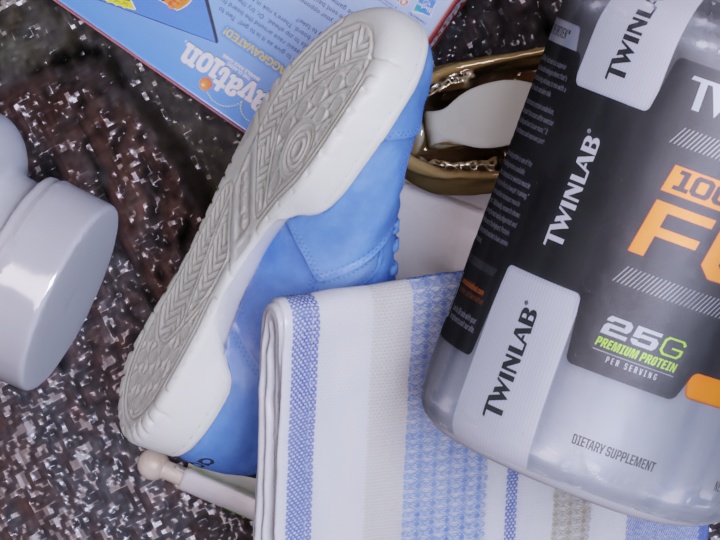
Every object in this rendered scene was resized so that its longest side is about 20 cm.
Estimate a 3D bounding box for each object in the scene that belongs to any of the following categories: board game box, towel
[{"bbox_3d":[-0.063,-0.129,1.117,0.200,0.019,0.103,35,94,10],"label":"board game box"},{"bbox_3d":[0.049,0.067,1.043,0.200,0.024,0.147,-8,110,-26],"label":"towel"}]

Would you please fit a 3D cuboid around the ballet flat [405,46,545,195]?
[{"bbox_3d":[0.102,-0.061,1.055,0.200,0.063,0.069,-10,85,14],"label":"ballet flat"}]

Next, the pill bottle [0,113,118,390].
[{"bbox_3d":[-0.204,-0.031,1.101,0.200,0.111,0.111,25,95,7],"label":"pill bottle"}]

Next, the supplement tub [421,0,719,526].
[{"bbox_3d":[0.108,-0.022,0.961,0.122,0.123,0.200,20,97,8],"label":"supplement tub"}]

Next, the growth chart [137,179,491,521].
[{"bbox_3d":[0.014,0.028,1.117,0.145,0.018,0.200,28,95,7],"label":"growth chart"}]

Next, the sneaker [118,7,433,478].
[{"bbox_3d":[0.000,-0.001,1.050,0.111,0.077,0.200,21,111,-25],"label":"sneaker"}]
